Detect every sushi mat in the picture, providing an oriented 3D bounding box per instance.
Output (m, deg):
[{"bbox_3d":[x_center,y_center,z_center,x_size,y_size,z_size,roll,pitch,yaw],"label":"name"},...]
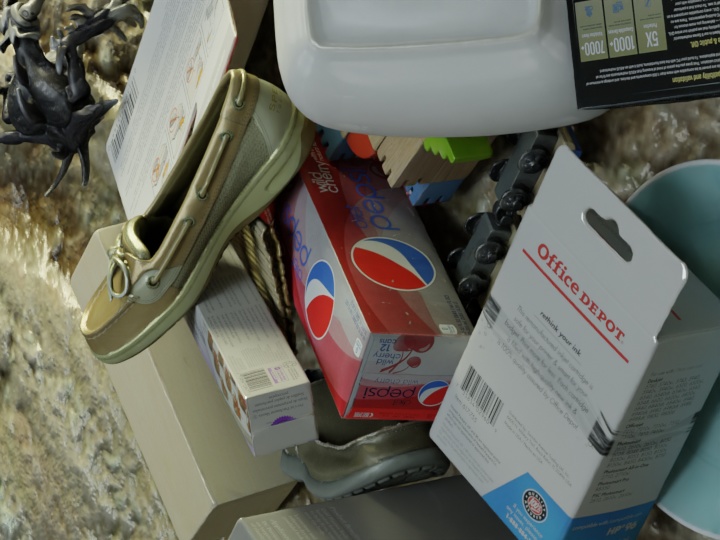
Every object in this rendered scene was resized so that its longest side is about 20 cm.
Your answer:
[{"bbox_3d":[-0.068,0.000,1.676,0.200,0.012,0.096,-138,38,-72],"label":"sushi mat"}]

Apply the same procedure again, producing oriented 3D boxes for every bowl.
[{"bbox_3d":[0.042,-0.173,1.452,0.199,0.075,0.200,-1,85,18],"label":"bowl"}]

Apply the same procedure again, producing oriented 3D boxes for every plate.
[{"bbox_3d":[0.194,0.041,1.428,0.200,0.026,0.201,12,106,49],"label":"plate"}]

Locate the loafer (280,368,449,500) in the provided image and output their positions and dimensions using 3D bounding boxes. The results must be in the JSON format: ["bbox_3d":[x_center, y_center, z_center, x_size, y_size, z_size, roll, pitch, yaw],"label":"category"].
[{"bbox_3d":[-0.008,0.090,1.609,0.200,0.075,0.070,180,79,-69],"label":"loafer"}]

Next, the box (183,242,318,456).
[{"bbox_3d":[-0.069,0.042,1.589,0.200,0.041,0.039,-125,24,-61],"label":"box"}]

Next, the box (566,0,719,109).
[{"bbox_3d":[0.194,-0.169,1.342,0.200,0.086,0.164,-5,92,52],"label":"box"}]

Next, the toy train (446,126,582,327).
[{"bbox_3d":[0.079,-0.010,1.545,0.034,0.046,0.200,-109,33,-44],"label":"toy train"}]

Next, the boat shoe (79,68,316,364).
[{"bbox_3d":[-0.108,-0.031,1.601,0.201,0.063,0.073,-47,29,23],"label":"boat shoe"}]

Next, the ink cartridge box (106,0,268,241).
[{"bbox_3d":[-0.101,-0.106,1.705,0.176,0.045,0.200,-110,34,-50],"label":"ink cartridge box"}]

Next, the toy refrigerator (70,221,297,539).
[{"bbox_3d":[-0.112,0.068,1.771,0.200,0.070,0.076,64,151,19],"label":"toy refrigerator"}]

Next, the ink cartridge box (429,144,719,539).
[{"bbox_3d":[0.123,0.042,1.441,0.116,0.068,0.200,48,131,35],"label":"ink cartridge box"}]

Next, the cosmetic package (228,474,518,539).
[{"bbox_3d":[0.023,0.184,1.526,0.107,0.200,0.090,53,131,35],"label":"cosmetic package"}]

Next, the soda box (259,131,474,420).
[{"bbox_3d":[0.000,0.000,1.578,0.200,0.070,0.063,-114,34,-49],"label":"soda box"}]

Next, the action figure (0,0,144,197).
[{"bbox_3d":[-0.200,-0.156,1.826,0.119,0.102,0.200,-12,96,45],"label":"action figure"}]

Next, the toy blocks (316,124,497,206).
[{"bbox_3d":[0.016,-0.117,1.578,0.200,0.100,0.137,68,150,22],"label":"toy blocks"}]
